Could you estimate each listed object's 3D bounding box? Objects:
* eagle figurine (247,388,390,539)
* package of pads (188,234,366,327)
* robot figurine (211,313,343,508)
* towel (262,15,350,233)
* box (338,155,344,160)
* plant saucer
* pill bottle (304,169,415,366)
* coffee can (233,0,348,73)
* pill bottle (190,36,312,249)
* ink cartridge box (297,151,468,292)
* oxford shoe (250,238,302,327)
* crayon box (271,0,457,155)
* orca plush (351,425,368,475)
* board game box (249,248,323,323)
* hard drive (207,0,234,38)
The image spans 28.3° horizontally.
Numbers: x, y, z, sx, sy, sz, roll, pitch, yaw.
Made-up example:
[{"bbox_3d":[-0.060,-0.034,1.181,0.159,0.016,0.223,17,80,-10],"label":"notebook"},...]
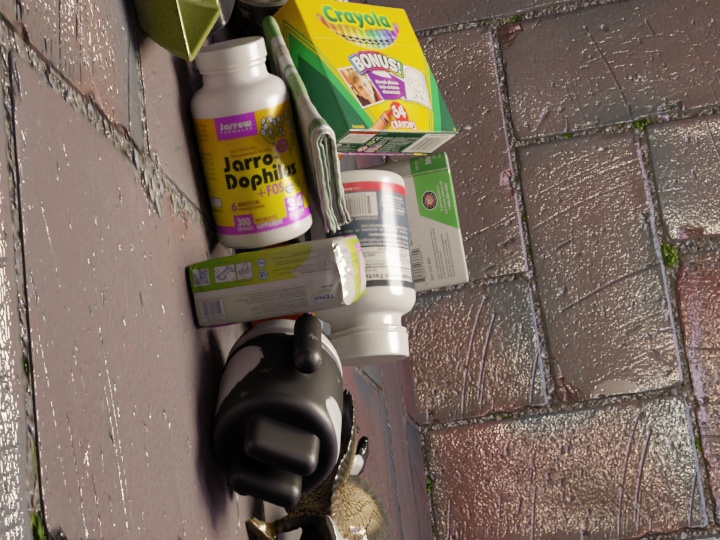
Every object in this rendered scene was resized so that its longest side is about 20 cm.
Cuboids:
[{"bbox_3d":[-0.035,0.239,1.498,0.151,0.200,0.152,45,-38,9],"label":"eagle figurine"},{"bbox_3d":[-0.073,0.010,1.419,0.200,0.152,0.069,-27,108,-83],"label":"package of pads"},{"bbox_3d":[-0.079,0.132,1.362,0.126,0.149,0.201,58,18,-27],"label":"robot figurine"},{"bbox_3d":[-0.058,-0.157,1.511,0.150,0.030,0.201,84,-12,-48],"label":"towel"},{"bbox_3d":[-0.056,-0.191,1.776,0.137,0.039,0.201,-54,159,-35],"label":"box"},{"bbox_3d":[-0.186,-0.311,1.327,0.200,0.047,0.202,-84,164,-67],"label":"plant saucer"},{"bbox_3d":[0.000,0.000,1.585,0.120,0.118,0.203,49,36,-78],"label":"pill bottle"},{"bbox_3d":[-0.086,-0.333,1.799,0.201,0.144,0.148,70,13,-60],"label":"coffee can"},{"bbox_3d":[-0.115,-0.131,1.463,0.104,0.103,0.203,-76,156,-73],"label":"pill bottle"},{"bbox_3d":[0.020,-0.047,1.717,0.084,0.197,0.148,-90,170,-70],"label":"ink cartridge box"},{"bbox_3d":[-0.092,0.060,1.615,0.073,0.070,0.203,81,12,-72],"label":"oxford shoe"},{"bbox_3d":[0.004,-0.222,1.651,0.199,0.058,0.175,-5,68,-49],"label":"crayon box"},{"bbox_3d":[-0.048,0.206,1.737,0.071,0.106,0.199,43,18,24],"label":"orca plush"},{"bbox_3d":[-0.091,0.010,1.741,0.151,0.046,0.203,-84,164,-66],"label":"board game box"},{"bbox_3d":[-0.168,-0.350,1.554,0.201,0.042,0.136,-90,169,-53],"label":"hard drive"}]
